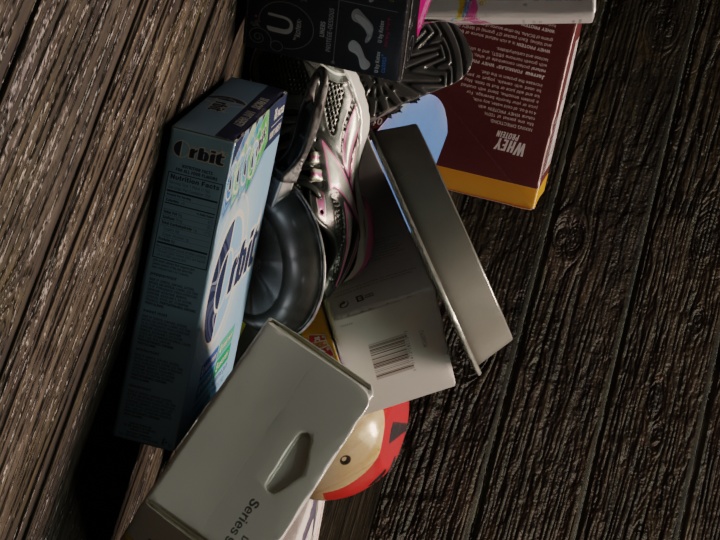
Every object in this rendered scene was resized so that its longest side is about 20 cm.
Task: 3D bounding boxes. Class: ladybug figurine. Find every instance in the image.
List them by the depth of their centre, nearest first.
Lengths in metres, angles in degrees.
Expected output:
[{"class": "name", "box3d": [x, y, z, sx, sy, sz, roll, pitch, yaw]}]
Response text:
[{"class": "ladybug figurine", "box3d": [-0.004, 0.125, 1.920, 0.200, 0.071, 0.137, -20, 120, -78]}]

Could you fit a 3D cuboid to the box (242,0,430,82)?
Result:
[{"class": "box", "box3d": [0.000, -0.246, 1.559, 0.201, 0.114, 0.133, -72, 172, -46]}]

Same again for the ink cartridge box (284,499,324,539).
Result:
[{"class": "ink cartridge box", "box3d": [-0.090, 0.246, 1.965, 0.200, 0.084, 0.146, -68, 169, -59]}]

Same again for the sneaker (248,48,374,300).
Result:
[{"class": "sneaker", "box3d": [-0.036, -0.067, 1.617, 0.086, 0.080, 0.201, -59, 139, -56]}]

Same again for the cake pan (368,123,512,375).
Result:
[{"class": "cake pan", "box3d": [0.060, -0.022, 1.703, 0.200, 0.036, 0.202, -25, 90, -88]}]

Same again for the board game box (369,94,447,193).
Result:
[{"class": "board game box", "box3d": [0.006, -0.064, 1.994, 0.158, 0.039, 0.202, -7, 119, -65]}]

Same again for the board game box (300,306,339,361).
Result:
[{"class": "board game box", "box3d": [-0.044, 0.038, 1.746, 0.096, 0.030, 0.201, 93, -17, -63]}]

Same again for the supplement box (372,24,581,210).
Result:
[{"class": "supplement box", "box3d": [0.098, -0.183, 2.219, 0.133, 0.195, 0.202, -47, 150, -78]}]

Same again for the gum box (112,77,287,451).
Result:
[{"class": "gum box", "box3d": [-0.100, -0.008, 1.485, 0.170, 0.044, 0.202, -57, 161, -72]}]

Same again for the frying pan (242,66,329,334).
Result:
[{"class": "frying pan", "box3d": [-0.049, -0.032, 1.566, 0.031, 0.115, 0.190, -11, 150, -40]}]

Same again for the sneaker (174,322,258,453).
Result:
[{"class": "sneaker", "box3d": [-0.074, 0.055, 1.682, 0.074, 0.084, 0.202, 52, 52, -83]}]

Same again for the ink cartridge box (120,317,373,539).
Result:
[{"class": "ink cartridge box", "box3d": [-0.079, 0.136, 1.462, 0.146, 0.087, 0.200, -57, -178, -24]}]

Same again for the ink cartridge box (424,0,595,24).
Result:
[{"class": "ink cartridge box", "box3d": [0.074, -0.255, 1.713, 0.085, 0.198, 0.146, -35, 125, -85]}]

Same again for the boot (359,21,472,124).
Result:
[{"class": "boot", "box3d": [-0.020, -0.137, 1.766, 0.200, 0.163, 0.066, 177, -98, -73]}]

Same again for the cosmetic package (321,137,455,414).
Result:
[{"class": "cosmetic package", "box3d": [0.000, 0.000, 1.779, 0.201, 0.084, 0.108, -110, -175, -47]}]
